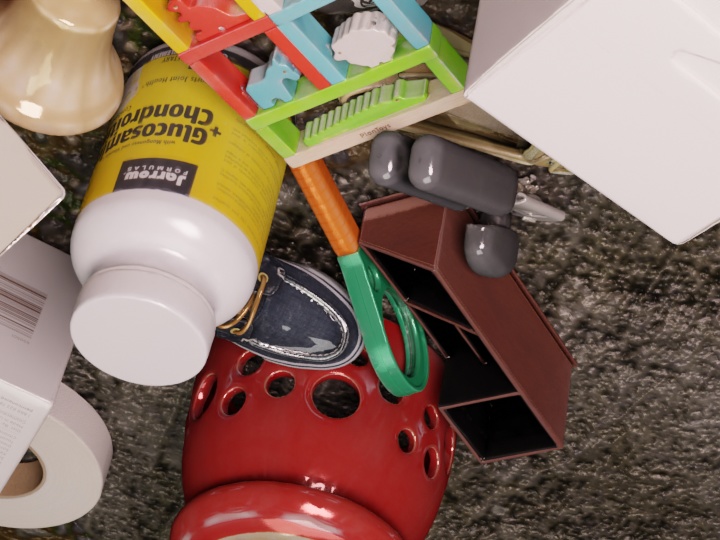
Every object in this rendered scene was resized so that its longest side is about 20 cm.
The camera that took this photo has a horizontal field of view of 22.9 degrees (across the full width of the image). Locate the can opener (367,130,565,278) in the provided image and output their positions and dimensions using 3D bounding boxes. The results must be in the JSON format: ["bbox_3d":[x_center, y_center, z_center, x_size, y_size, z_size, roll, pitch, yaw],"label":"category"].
[{"bbox_3d":[0.068,-0.040,1.067,0.052,0.067,0.200,6,172,28],"label":"can opener"}]

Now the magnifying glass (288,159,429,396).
[{"bbox_3d":[0.000,0.000,1.181,0.022,0.080,0.201,-13,123,20],"label":"magnifying glass"}]

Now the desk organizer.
[{"bbox_3d":[0.071,0.039,1.195,0.071,0.077,0.200,-14,133,28],"label":"desk organizer"}]

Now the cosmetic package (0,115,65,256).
[{"bbox_3d":[-0.267,-0.085,1.058,0.200,0.071,0.105,32,163,52],"label":"cosmetic package"}]

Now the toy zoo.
[{"bbox_3d":[-0.044,-0.139,0.955,0.131,0.021,0.200,-19,135,32],"label":"toy zoo"}]

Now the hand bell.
[{"bbox_3d":[-0.148,-0.177,0.985,0.104,0.105,0.200,24,137,-13],"label":"hand bell"}]

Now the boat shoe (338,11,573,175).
[{"bbox_3d":[0.085,-0.092,1.050,0.200,0.063,0.073,19,139,-7],"label":"boat shoe"}]

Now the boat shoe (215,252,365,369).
[{"bbox_3d":[-0.090,0.016,1.171,0.199,0.091,0.071,25,98,-2],"label":"boat shoe"}]

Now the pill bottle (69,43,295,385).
[{"bbox_3d":[-0.109,-0.035,1.061,0.111,0.201,0.112,7,140,6],"label":"pill bottle"}]

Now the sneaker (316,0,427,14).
[{"bbox_3d":[-0.035,-0.194,0.959,0.199,0.075,0.116,25,141,-16],"label":"sneaker"}]

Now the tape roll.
[{"bbox_3d":[-0.301,0.138,1.437,0.201,0.037,0.203,7,140,6],"label":"tape roll"}]

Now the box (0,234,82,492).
[{"bbox_3d":[-0.285,0.087,1.253,0.106,0.153,0.200,27,124,-14],"label":"box"}]

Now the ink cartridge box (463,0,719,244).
[{"bbox_3d":[0.158,-0.151,0.859,0.146,0.201,0.146,32,136,-21],"label":"ink cartridge box"}]

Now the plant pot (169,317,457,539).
[{"bbox_3d":[-0.037,0.150,1.273,0.199,0.183,0.201,7,137,7],"label":"plant pot"}]
